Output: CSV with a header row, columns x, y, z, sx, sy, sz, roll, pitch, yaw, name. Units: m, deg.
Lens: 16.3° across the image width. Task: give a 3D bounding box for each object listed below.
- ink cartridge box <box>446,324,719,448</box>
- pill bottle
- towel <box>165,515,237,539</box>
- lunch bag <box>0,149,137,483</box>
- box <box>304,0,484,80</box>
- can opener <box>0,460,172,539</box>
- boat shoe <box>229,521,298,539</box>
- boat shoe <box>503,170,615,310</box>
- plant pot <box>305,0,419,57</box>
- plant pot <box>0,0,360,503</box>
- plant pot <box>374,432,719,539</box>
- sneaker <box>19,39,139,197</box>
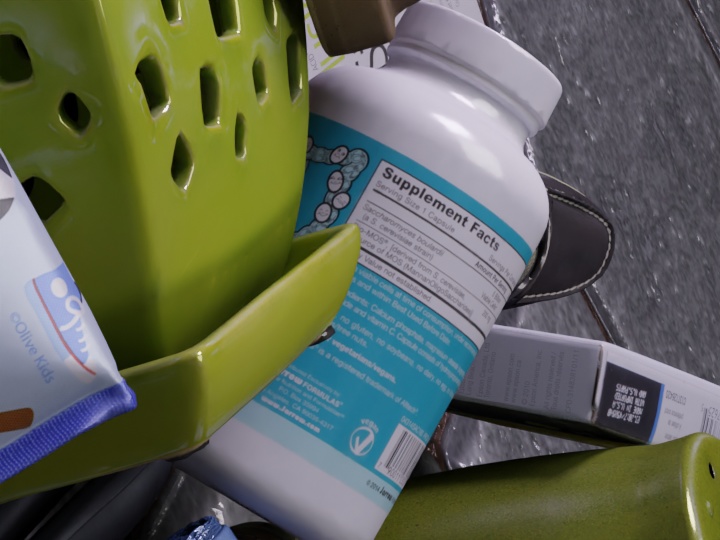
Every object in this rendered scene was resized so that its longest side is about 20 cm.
x,y,z,sx,sy,sz,roll,pitch,yaw,name
0.059,0.050,1.178,0.197,0.199,0.047,18,81,-61,ink cartridge box
0.000,0.000,0.960,0.111,0.110,0.201,38,79,-49,pill bottle
-0.036,0.196,0.885,0.111,0.048,0.201,-36,93,-27,towel
-0.191,0.012,0.647,0.171,0.199,0.124,60,-19,-10,lunch bag
-0.025,-0.070,1.083,0.200,0.036,0.145,-40,126,-27,box
-0.119,0.100,0.826,0.063,0.079,0.200,21,32,5,can opener
-0.030,0.192,0.953,0.066,0.074,0.201,23,48,-67,boat shoe
0.050,-0.011,1.102,0.200,0.066,0.072,8,101,-45,boat shoe
0.010,-0.183,0.874,0.201,0.092,0.203,-13,90,-86,plant pot
-0.117,-0.029,0.816,0.199,0.199,0.183,-41,113,-69,plant pot
0.089,0.162,1.095,0.201,0.192,0.201,49,28,-38,plant pot
-0.094,-0.052,0.971,0.087,0.073,0.202,-15,114,-64,sneaker
